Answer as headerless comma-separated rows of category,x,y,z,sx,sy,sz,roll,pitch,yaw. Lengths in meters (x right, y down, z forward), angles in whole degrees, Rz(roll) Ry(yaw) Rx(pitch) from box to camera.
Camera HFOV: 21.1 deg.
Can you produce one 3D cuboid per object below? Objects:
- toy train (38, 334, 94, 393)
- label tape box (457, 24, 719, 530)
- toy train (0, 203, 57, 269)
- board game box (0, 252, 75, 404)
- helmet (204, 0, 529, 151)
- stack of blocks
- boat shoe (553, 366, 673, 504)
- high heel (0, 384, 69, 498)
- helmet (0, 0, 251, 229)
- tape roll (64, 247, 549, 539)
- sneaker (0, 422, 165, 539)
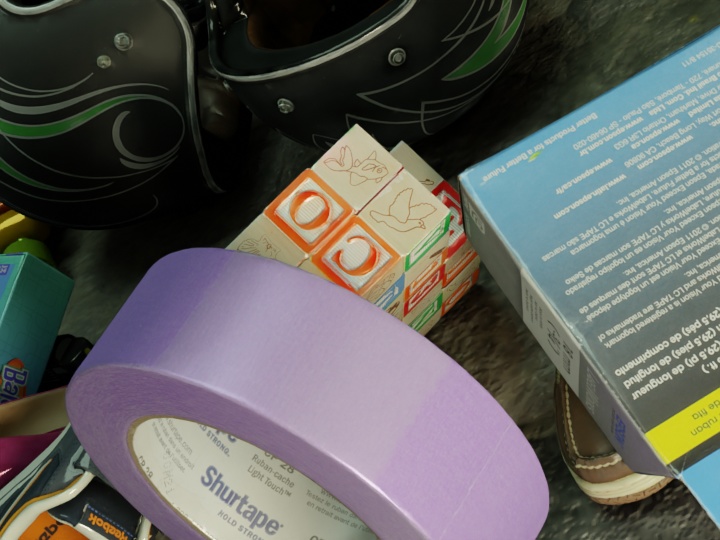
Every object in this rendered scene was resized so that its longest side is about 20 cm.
toy train,-0.233,0.069,1.196,0.200,0.046,0.034,-12,40,37
label tape box,0.153,0.013,0.800,0.144,0.063,0.200,-30,65,-9
toy train,-0.225,-0.033,1.302,0.200,0.085,0.116,-27,48,7
board game box,-0.262,0.089,1.143,0.152,0.045,0.200,-1,65,42
helmet,0.004,-0.164,1.115,0.200,0.191,0.200,-10,6,1
stack of blocks,0.000,0.000,0.914,0.115,0.059,0.200,-45,-11,-9
boat shoe,0.113,0.012,0.880,0.075,0.075,0.202,-21,35,27
high heel,-0.152,0.065,1.066,0.200,0.096,0.067,-48,32,-14
helmet,-0.175,-0.126,1.209,0.191,0.200,0.200,1,43,11
tape roll,-0.024,0.080,0.813,0.200,0.200,0.066,1,48,47
sneaker,-0.123,0.100,1.011,0.200,0.078,0.079,-52,27,0
